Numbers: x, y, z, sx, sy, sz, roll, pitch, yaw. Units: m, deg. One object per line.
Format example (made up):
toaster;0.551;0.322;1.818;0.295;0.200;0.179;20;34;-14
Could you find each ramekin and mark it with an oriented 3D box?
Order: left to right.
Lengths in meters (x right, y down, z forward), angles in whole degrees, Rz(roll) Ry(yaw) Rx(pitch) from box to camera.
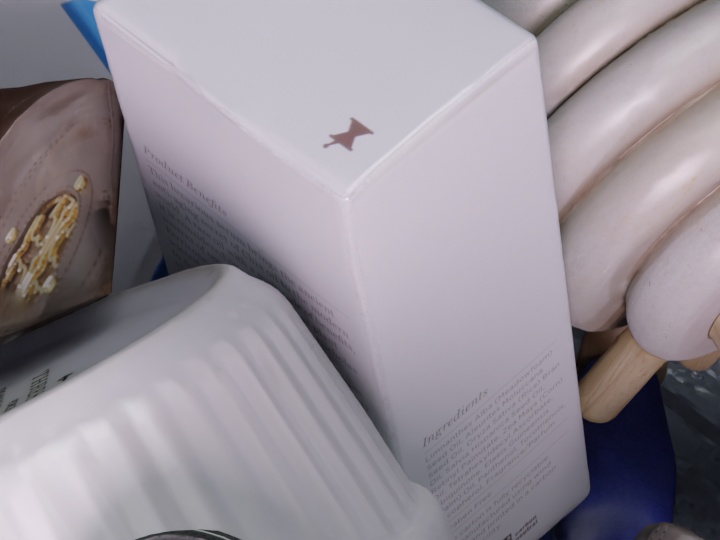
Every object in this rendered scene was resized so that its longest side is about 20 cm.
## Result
ramekin;-0.084;0.074;0.695;0.202;0.202;0.094;-29;99;-28

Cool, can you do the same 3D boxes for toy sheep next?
toy sheep;0.085;-0.043;0.790;0.138;0.138;0.200;-30;74;-28

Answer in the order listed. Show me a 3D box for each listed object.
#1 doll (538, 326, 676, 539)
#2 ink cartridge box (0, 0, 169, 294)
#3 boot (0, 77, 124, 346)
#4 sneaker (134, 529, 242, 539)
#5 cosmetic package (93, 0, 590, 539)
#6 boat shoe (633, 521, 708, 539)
doll;0.065;0.102;0.833;0.136;0.049;0.200;7;53;-1
ink cartridge box;-0.025;-0.074;0.898;0.200;0.084;0.145;-15;58;-38
boot;-0.165;0.017;0.764;0.200;0.064;0.187;11;65;44
sneaker;0.016;0.122;0.550;0.080;0.086;0.200;-36;69;-25
cosmetic package;0.000;0.000;0.762;0.071;0.200;0.101;-39;56;-21
boat shoe;0.145;0.115;0.777;0.201;0.061;0.072;15;2;-41
